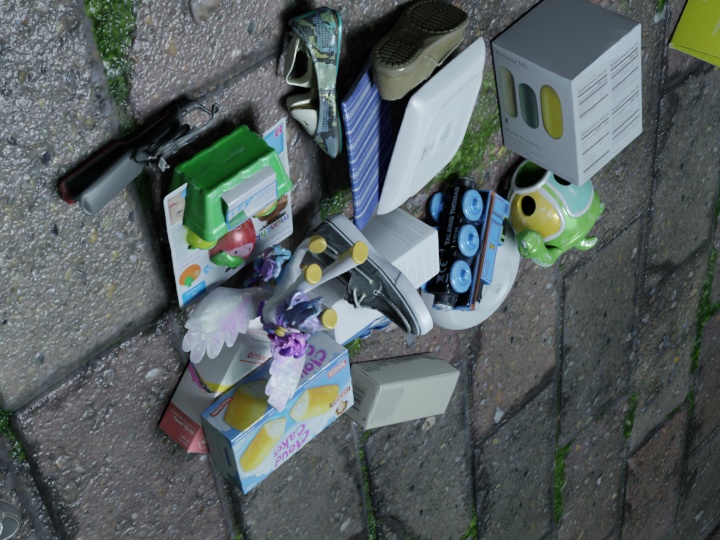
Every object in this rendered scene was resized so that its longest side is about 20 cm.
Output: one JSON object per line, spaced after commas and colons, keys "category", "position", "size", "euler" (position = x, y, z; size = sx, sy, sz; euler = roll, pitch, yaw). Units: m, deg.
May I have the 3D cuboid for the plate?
{"category": "plate", "position": [0.101, -0.185, 1.640], "size": [0.200, 0.032, 0.200], "euler": [-44, 159, -43]}

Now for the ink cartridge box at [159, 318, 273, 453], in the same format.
{"category": "ink cartridge box", "position": [-0.163, 0.136, 1.614], "size": [0.116, 0.067, 0.201], "euler": [14, 105, -54]}

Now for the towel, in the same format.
{"category": "towel", "position": [0.008, -0.167, 1.575], "size": [0.145, 0.024, 0.201], "euler": [-64, 156, -44]}

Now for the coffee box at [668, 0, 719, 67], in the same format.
{"category": "coffee box", "position": [0.674, -0.421, 2.075], "size": [0.197, 0.200, 0.200], "euler": [0, 116, -50]}

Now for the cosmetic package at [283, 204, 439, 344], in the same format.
{"category": "cosmetic package", "position": [0.000, 0.000, 1.669], "size": [0.200, 0.113, 0.081], "euler": [-35, 139, -26]}

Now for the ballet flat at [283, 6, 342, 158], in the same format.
{"category": "ballet flat", "position": [-0.059, -0.219, 1.479], "size": [0.074, 0.074, 0.201], "euler": [-30, 135, -33]}

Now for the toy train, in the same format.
{"category": "toy train", "position": [0.151, -0.031, 1.801], "size": [0.114, 0.086, 0.201], "euler": [26, 69, -46]}

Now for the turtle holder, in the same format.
{"category": "turtle holder", "position": [0.279, -0.091, 1.909], "size": [0.186, 0.141, 0.132], "euler": [-47, 124, -15]}

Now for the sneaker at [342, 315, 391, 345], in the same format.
{"category": "sneaker", "position": [0.010, 0.056, 1.759], "size": [0.200, 0.074, 0.082], "euler": [-38, 143, -24]}

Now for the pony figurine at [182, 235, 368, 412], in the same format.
{"category": "pony figurine", "position": [-0.096, 0.048, 1.503], "size": [0.166, 0.200, 0.194], "euler": [39, 56, -22]}

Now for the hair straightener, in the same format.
{"category": "hair straightener", "position": [-0.222, -0.121, 1.334], "size": [0.200, 0.077, 0.041], "euler": [-37, 139, -26]}

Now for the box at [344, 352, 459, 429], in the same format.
{"category": "box", "position": [0.060, 0.183, 1.920], "size": [0.200, 0.068, 0.082], "euler": [-2, 119, -50]}

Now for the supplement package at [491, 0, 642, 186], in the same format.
{"category": "supplement package", "position": [0.299, -0.262, 1.788], "size": [0.151, 0.152, 0.200], "euler": [-40, 142, -22]}

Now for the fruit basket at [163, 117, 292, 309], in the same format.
{"category": "fruit basket", "position": [-0.146, -0.061, 1.462], "size": [0.185, 0.094, 0.201], "euler": [-36, 143, -27]}

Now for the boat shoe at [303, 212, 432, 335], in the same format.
{"category": "boat shoe", "position": [0.006, 0.017, 1.563], "size": [0.071, 0.200, 0.072], "euler": [-37, 159, -20]}

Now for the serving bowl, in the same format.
{"category": "serving bowl", "position": [0.184, 0.011, 1.938], "size": [0.200, 0.066, 0.201], "euler": [-31, 138, -33]}

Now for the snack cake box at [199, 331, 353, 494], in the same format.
{"category": "snack cake box", "position": [-0.104, 0.179, 1.603], "size": [0.200, 0.067, 0.115], "euler": [-37, 142, -27]}

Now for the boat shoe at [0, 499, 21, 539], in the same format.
{"category": "boat shoe", "position": [-0.450, 0.288, 1.394], "size": [0.067, 0.057, 0.200], "euler": [-58, 145, 1]}

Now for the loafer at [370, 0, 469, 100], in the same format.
{"category": "loafer", "position": [0.069, -0.278, 1.557], "size": [0.200, 0.076, 0.068], "euler": [-41, 157, -42]}
